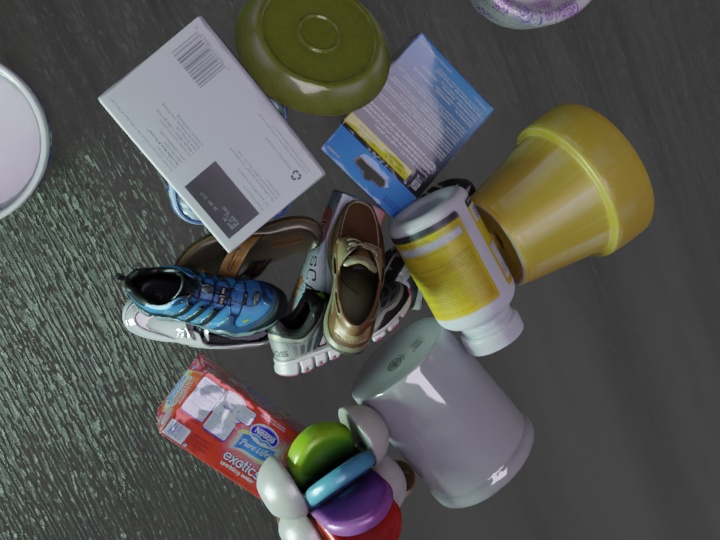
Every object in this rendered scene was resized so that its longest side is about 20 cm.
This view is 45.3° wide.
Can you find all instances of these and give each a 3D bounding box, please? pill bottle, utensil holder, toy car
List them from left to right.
[{"bbox_3d":[-0.017,0.281,1.061,0.174,0.150,0.201,-30,123,-18],"label":"toy car"},{"bbox_3d":[0.107,0.189,1.161,0.170,0.170,0.200,-43,104,-4],"label":"utensil holder"},{"bbox_3d":[0.126,0.004,1.088,0.112,0.112,0.201,-32,104,-7],"label":"pill bottle"}]

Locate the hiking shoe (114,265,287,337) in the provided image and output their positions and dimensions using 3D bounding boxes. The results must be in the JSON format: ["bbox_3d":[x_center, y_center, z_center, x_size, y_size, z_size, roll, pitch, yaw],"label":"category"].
[{"bbox_3d":[-0.189,0.036,1.036,0.198,0.087,0.075,2,75,7],"label":"hiking shoe"}]

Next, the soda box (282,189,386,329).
[{"bbox_3d":[-0.038,-0.002,1.144,0.068,0.064,0.201,21,93,-17],"label":"soda box"}]

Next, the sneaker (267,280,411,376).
[{"bbox_3d":[-0.031,0.054,1.083,0.199,0.074,0.088,-26,112,-5],"label":"sneaker"}]

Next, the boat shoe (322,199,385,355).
[{"bbox_3d":[0.000,0.000,1.038,0.075,0.074,0.201,8,60,-11],"label":"boat shoe"}]

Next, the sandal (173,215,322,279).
[{"bbox_3d":[-0.142,-0.015,1.091,0.198,0.054,0.081,-14,146,0],"label":"sandal"}]

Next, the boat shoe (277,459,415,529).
[{"bbox_3d":[-0.017,0.324,1.197,0.199,0.065,0.073,-21,63,-5],"label":"boat shoe"}]

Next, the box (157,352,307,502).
[{"bbox_3d":[-0.157,0.211,1.130,0.200,0.095,0.100,38,88,-18],"label":"box"}]

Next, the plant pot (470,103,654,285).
[{"bbox_3d":[0.243,-0.084,1.123,0.188,0.201,0.202,-34,106,-14],"label":"plant pot"}]

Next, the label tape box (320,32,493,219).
[{"bbox_3d":[0.056,-0.187,1.137,0.144,0.063,0.200,43,86,-15],"label":"label tape box"}]

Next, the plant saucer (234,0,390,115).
[{"bbox_3d":[-0.053,-0.283,1.058,0.198,0.031,0.202,7,65,-16],"label":"plant saucer"}]

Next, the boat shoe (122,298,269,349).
[{"bbox_3d":[-0.204,0.063,1.110,0.198,0.065,0.074,2,99,-14],"label":"boat shoe"}]

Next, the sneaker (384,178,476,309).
[{"bbox_3d":[0.096,-0.036,1.179,0.080,0.074,0.201,34,94,-32],"label":"sneaker"}]

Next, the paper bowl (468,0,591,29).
[{"bbox_3d":[0.214,-0.417,1.120,0.199,0.104,0.203,-2,100,-13],"label":"paper bowl"}]

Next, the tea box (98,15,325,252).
[{"bbox_3d":[-0.155,-0.151,0.935,0.133,0.197,0.200,-39,106,1],"label":"tea box"}]

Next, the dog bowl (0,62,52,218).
[{"bbox_3d":[-0.463,-0.153,1.001,0.198,0.079,0.202,-3,100,-14],"label":"dog bowl"}]

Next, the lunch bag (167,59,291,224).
[{"bbox_3d":[-0.169,-0.161,1.074,0.159,0.082,0.202,-7,101,-14],"label":"lunch bag"}]
